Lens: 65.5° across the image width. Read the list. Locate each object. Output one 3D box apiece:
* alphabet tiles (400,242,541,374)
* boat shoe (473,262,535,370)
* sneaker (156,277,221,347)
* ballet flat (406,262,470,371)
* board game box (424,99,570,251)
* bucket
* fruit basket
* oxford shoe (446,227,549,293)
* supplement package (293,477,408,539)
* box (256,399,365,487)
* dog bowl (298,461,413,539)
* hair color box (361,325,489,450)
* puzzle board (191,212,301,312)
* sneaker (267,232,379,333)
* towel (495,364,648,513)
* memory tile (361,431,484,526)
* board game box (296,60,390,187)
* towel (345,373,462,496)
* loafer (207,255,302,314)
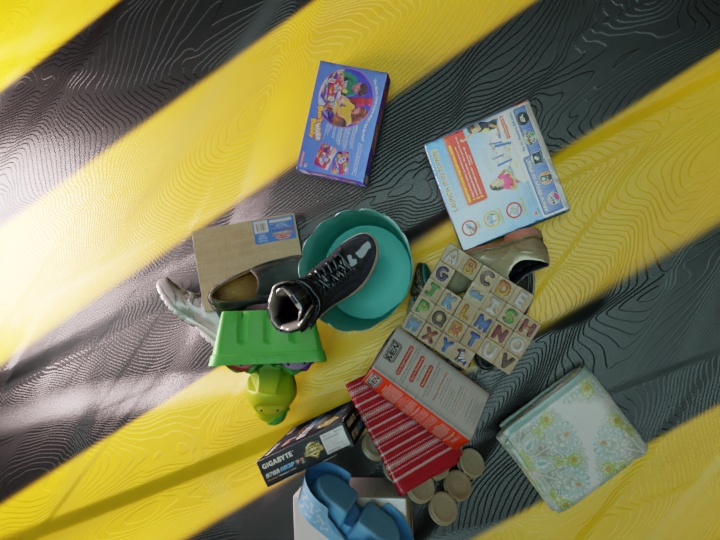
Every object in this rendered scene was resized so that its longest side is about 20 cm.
[{"bbox_3d":[0.190,0.079,0.937,0.198,0.008,0.169,32,102,8],"label":"alphabet tiles"},{"bbox_3d":[0.253,0.081,0.970,0.067,0.057,0.204,22,92,10],"label":"boat shoe"},{"bbox_3d":[-0.302,0.073,1.073,0.199,0.075,0.083,38,79,4],"label":"sneaker"},{"bbox_3d":[0.125,0.090,0.993,0.074,0.068,0.203,-28,85,24],"label":"ballet flat"},{"bbox_3d":[0.236,-0.160,0.982,0.192,0.056,0.204,-20,85,9],"label":"board game box"},{"bbox_3d":[0.000,0.000,0.978,0.202,0.135,0.213,0,88,9],"label":"bucket"},{"bbox_3d":[-0.160,0.175,0.987,0.210,0.156,0.221,1,82,-8],"label":"fruit basket"},{"bbox_3d":[0.223,0.000,0.952,0.197,0.071,0.075,-29,48,21],"label":"oxford shoe"},{"bbox_3d":[-0.009,0.435,0.974,0.195,0.117,0.120,-3,87,9],"label":"supplement package"},{"bbox_3d":[-0.069,0.282,0.948,0.156,0.200,0.047,-27,85,9],"label":"box"},{"bbox_3d":[-0.013,0.382,0.868,0.198,0.111,0.050,34,105,11],"label":"dog bowl"},{"bbox_3d":[0.112,0.200,0.955,0.198,0.062,0.102,37,52,2],"label":"hair color box"},{"bbox_3d":[-0.207,-0.016,1.052,0.195,0.017,0.154,-11,82,-7],"label":"puzzle board"},{"bbox_3d":[-0.055,0.019,0.847,0.202,0.146,0.077,-45,81,5],"label":"sneaker"},{"bbox_3d":[0.354,0.287,0.952,0.199,0.048,0.172,-38,85,7],"label":"towel"},{"bbox_3d":[0.109,0.317,0.961,0.199,0.017,0.153,42,51,9],"label":"memory tile"},{"bbox_3d":[-0.031,-0.271,1.039,0.131,0.045,0.205,14,90,10],"label":"board game box"},{"bbox_3d":[0.074,0.259,0.954,0.142,0.023,0.203,-17,68,-32],"label":"towel"},{"bbox_3d":[-0.178,0.025,1.003,0.197,0.072,0.074,-25,84,-8],"label":"loafer"}]
